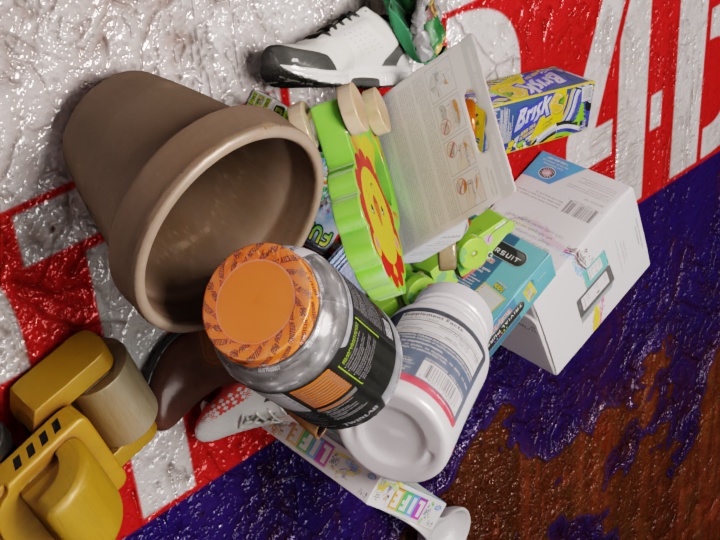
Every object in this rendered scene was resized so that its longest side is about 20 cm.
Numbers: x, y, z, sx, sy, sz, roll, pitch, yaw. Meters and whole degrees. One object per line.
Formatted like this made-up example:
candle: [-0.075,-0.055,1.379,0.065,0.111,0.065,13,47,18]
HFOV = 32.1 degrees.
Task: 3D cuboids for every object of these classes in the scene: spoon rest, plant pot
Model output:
spoon rest: [0.091,0.339,1.645,0.100,0.060,0.200,-55,139,-8]
plant pot: [-0.156,-0.078,1.052,0.199,0.174,0.202,-34,148,-25]

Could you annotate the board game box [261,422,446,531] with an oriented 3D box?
board game box: [-0.017,0.203,1.348,0.134,0.199,0.035,34,86,-49]

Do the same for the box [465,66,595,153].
box: [0.184,-0.185,1.455,0.198,0.070,0.065,-18,124,-40]

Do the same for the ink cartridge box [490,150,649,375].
ink cartridge box: [0.232,-0.011,1.541,0.200,0.146,0.147,-46,138,-18]

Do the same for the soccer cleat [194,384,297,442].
soccer cleat: [-0.079,0.132,1.293,0.198,0.086,0.069,-31,155,-4]

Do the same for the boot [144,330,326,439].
boot: [-0.101,0.112,1.208,0.189,0.199,0.069,-50,144,-15]

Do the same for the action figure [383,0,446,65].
action figure: [0.053,-0.277,1.232,0.202,0.054,0.119,67,32,-33]

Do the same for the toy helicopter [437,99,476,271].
toy helicopter: [0.086,-0.080,1.345,0.133,0.077,0.202,89,1,-54]

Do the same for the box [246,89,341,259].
box: [-0.061,-0.090,1.271,0.199,0.035,0.111,28,89,-50]

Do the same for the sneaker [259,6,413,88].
sneaker: [-0.024,-0.218,1.228,0.198,0.073,0.081,-11,104,-48]

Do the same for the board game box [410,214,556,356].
board game box: [0.103,0.034,1.421,0.200,0.150,0.047,-48,144,-16]

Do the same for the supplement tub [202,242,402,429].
supplement tub: [-0.048,0.055,1.056,0.124,0.122,0.200,-57,152,-6]

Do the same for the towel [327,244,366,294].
towel: [0.000,0.000,1.357,0.201,0.024,0.147,-51,161,-16]

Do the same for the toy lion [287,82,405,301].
toy lion: [0.003,-0.070,1.161,0.200,0.068,0.195,-32,104,-77]

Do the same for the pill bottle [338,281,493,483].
pill bottle: [0.064,0.104,1.252,0.201,0.118,0.121,-55,148,-50]

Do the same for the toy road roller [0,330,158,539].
toy road roller: [-0.253,0.170,1.120,0.200,0.145,0.124,-44,137,-21]

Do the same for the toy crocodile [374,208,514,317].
toy crocodile: [0.087,0.000,1.385,0.199,0.067,0.062,-37,124,-14]

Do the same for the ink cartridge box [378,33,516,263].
ink cartridge box: [0.079,-0.114,1.225,0.047,0.199,0.163,-4,74,-38]
